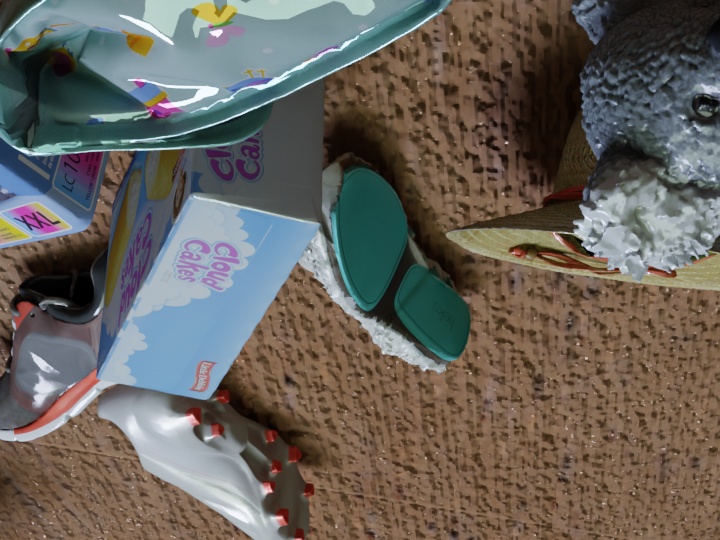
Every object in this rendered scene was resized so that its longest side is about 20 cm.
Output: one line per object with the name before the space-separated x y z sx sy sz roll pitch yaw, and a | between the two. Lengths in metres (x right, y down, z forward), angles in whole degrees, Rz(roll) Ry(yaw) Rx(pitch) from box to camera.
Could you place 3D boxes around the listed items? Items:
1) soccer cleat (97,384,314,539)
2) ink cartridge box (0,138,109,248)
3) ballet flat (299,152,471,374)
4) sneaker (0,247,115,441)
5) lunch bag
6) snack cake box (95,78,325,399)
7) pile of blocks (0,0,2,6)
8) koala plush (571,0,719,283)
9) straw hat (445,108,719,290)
soccer cleat | -0.098 0.126 1.348 0.077 0.070 0.200 -9 141 27
ink cartridge box | -0.235 -0.085 0.975 0.136 0.077 0.200 -11 146 32
ballet flat | 0.000 0.000 1.128 0.071 0.072 0.200 -10 147 19
sneaker | -0.179 0.036 1.215 0.082 0.077 0.200 46 133 -14
lunch bag | -0.063 -0.146 0.774 0.200 0.171 0.122 -29 136 35
snack cake box | -0.078 -0.030 1.028 0.067 0.116 0.200 12 148 -15
pile of blocks | -0.096 -0.131 0.912 0.199 0.062 0.082 -4 149 9
koala plush | 0.189 -0.073 0.893 0.199 0.178 0.184 -3 159 1
straw hat | 0.139 -0.045 1.017 0.200 0.086 0.201 9 175 1
